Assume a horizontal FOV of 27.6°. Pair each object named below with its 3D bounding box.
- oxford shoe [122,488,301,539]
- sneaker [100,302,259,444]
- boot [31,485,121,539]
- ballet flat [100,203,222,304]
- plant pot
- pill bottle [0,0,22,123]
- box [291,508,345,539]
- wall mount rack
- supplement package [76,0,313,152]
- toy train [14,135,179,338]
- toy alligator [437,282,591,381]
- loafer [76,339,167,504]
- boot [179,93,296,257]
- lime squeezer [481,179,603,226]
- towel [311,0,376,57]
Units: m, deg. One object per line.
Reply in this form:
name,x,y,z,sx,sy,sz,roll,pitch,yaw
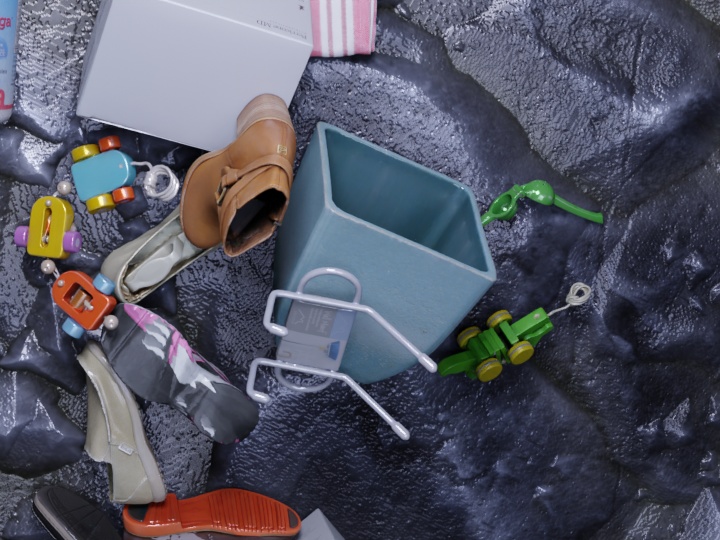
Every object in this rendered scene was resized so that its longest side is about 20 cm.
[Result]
oxford shoe,-0.167,0.294,1.646,0.199,0.071,0.073,3,119,-8
sneaker,-0.203,0.111,1.576,0.080,0.086,0.200,-45,110,-5
boot,-0.314,0.350,1.605,0.200,0.073,0.151,42,110,5
ballet flat,-0.187,-0.032,1.559,0.200,0.069,0.070,-37,108,-3
plant pot,0.000,0.000,1.550,0.195,0.197,0.200,23,117,-18
pill bottle,-0.388,-0.250,1.437,0.108,0.109,0.201,4,102,-14
box,-0.046,0.370,1.614,0.124,0.200,0.098,-40,109,-1
wall mount rack,-0.019,0.091,1.464,0.173,0.075,0.200,12,138,-6
supplement package,-0.166,-0.219,1.467,0.199,0.111,0.156,14,127,-17
toy train,-0.270,-0.038,1.523,0.150,0.056,0.200,34,95,13
toy alligator,0.179,0.079,1.682,0.199,0.059,0.054,-28,149,-7
loafer,-0.269,0.172,1.581,0.068,0.076,0.201,-23,108,-14
boot,-0.120,-0.059,1.431,0.076,0.156,0.200,26,124,-25
lime squeezer,0.179,-0.066,1.662,0.199,0.038,0.071,-14,137,-11
towel,-0.082,-0.298,1.545,0.199,0.030,0.147,-3,104,-10
